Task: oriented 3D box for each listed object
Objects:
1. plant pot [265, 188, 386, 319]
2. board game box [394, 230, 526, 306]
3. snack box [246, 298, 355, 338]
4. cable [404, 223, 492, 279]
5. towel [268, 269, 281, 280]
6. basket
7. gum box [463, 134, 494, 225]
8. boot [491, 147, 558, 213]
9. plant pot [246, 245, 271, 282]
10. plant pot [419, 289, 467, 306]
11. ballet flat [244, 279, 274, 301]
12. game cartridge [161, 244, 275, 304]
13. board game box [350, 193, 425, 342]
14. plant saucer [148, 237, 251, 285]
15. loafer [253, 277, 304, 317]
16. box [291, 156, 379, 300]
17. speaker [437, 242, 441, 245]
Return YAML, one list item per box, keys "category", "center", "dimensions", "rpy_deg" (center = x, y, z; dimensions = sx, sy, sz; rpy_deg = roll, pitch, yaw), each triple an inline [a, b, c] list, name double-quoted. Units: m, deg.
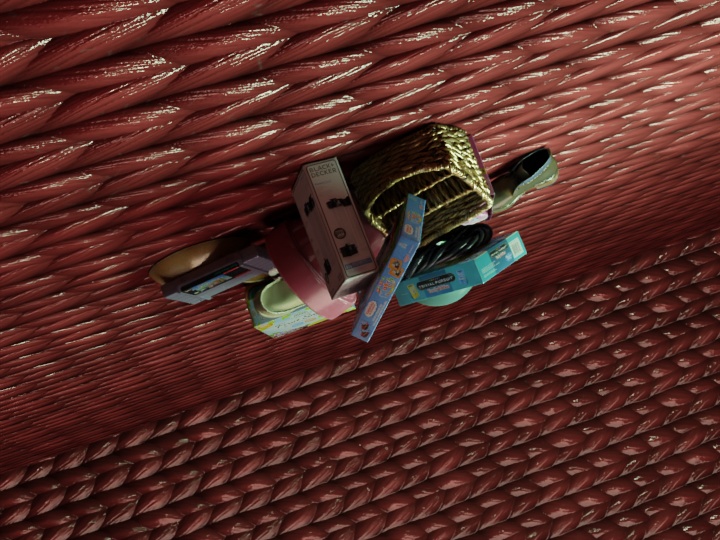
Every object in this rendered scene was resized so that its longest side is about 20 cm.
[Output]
- category: "plant pot"
  center: [-0.043, -0.043, 1.673]
  dimensions: [0.179, 0.200, 0.200]
  rpy_deg: [-39, 163, 13]
- category: "board game box"
  center: [0.176, -0.003, 1.670]
  dimensions: [0.199, 0.047, 0.151]
  rpy_deg: [-18, -172, 44]
- category: "snack box"
  center: [-0.126, 0.075, 2.011]
  dimensions: [0.199, 0.068, 0.169]
  rpy_deg: [-21, 164, 5]
- category: "cable"
  center: [0.141, -0.040, 1.644]
  dimensions: [0.199, 0.051, 0.163]
  rpy_deg: [-22, -176, 1]
- category: "towel"
  center: [-0.091, -0.025, 1.878]
  dimensions: [0.199, 0.032, 0.191]
  rpy_deg: [-21, 168, 0]
- category: "basket"
  center: [0.095, -0.134, 1.547]
  dimensions: [0.199, 0.150, 0.142]
  rpy_deg: [-27, 166, 32]
- category: "gum box"
  center: [0.192, -0.154, 1.693]
  dimensions: [0.066, 0.114, 0.200]
  rpy_deg: [-20, 168, 2]
- category: "boot"
  center: [0.307, -0.186, 1.882]
  dimensions: [0.199, 0.075, 0.097]
  rpy_deg: [-28, 156, 1]
- category: "plant pot"
  center: [-0.178, -0.017, 1.906]
  dimensions: [0.199, 0.028, 0.200]
  rpy_deg: [-19, 167, -4]
- category: "plant pot"
  center: [0.169, -0.036, 1.936]
  dimensions: [0.199, 0.202, 0.161]
  rpy_deg: [-18, 173, -9]
- category: "ballet flat"
  center: [-0.166, 0.025, 2.064]
  dimensions: [0.199, 0.069, 0.063]
  rpy_deg: [-14, -165, -16]
- category: "game cartridge"
  center: [-0.256, 0.011, 1.720]
  dimensions: [0.199, 0.039, 0.130]
  rpy_deg: [-23, 171, 13]
- category: "board game box"
  center: [0.045, -0.005, 1.494]
  dimensions: [0.152, 0.036, 0.201]
  rpy_deg: [-77, -169, -60]
- category: "plant saucer"
  center: [-0.295, -0.005, 1.744]
  dimensions: [0.199, 0.036, 0.200]
  rpy_deg: [-20, 168, -4]
- category: "loafer"
  center: [-0.120, 0.034, 1.850]
  dimensions: [0.199, 0.076, 0.068]
  rpy_deg: [-22, 169, -25]
- category: "box"
  center: [-0.043, -0.067, 1.494]
  dimensions: [0.060, 0.201, 0.117]
  rpy_deg: [-17, 166, -18]
- category: "speaker"
  center: [0.136, -0.086, 1.801]
  dimensions: [0.200, 0.088, 0.088]
  rpy_deg: [-45, 180, -27]
